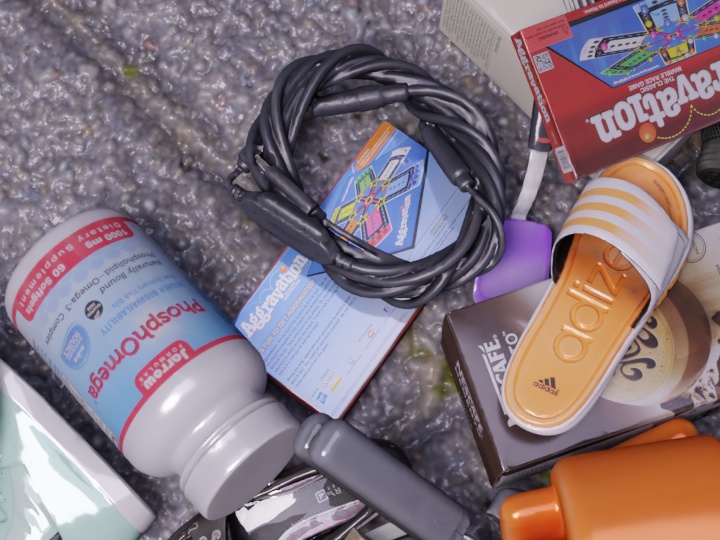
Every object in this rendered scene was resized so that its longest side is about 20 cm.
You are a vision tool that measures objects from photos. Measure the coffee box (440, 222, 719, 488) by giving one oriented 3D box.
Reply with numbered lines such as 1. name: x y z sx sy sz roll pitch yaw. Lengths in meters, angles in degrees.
1. coffee box: 0.165 0.059 0.778 0.199 0.080 0.114 -18 73 -5

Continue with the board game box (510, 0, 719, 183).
1. board game box: 0.205 -0.140 0.766 0.199 0.019 0.104 -23 94 -16

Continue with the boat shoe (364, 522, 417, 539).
1. boat shoe: -0.040 0.227 0.736 0.199 0.073 0.062 -25 72 -12

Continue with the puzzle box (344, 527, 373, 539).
1. puzzle box: -0.006 0.278 0.708 0.133 0.025 0.201 35 85 -13

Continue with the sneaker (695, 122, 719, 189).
1. sneaker: 0.348 -0.107 0.828 0.198 0.076 0.115 9 80 8

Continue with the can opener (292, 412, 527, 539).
1. can opener: 0.052 0.139 0.727 0.200 0.053 0.067 38 76 -21

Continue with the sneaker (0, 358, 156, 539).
1. sneaker: -0.244 0.134 0.760 0.200 0.074 0.118 42 76 10

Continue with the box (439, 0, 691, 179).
1. box: 0.150 -0.149 0.839 0.068 0.082 0.200 -41 79 -12

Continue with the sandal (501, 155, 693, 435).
1. sandal: 0.153 0.006 0.719 0.079 0.059 0.207 23 67 16

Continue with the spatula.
1. spatula: 0.120 -0.069 0.802 0.056 0.021 0.201 5 108 -13

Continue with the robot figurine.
1. robot figurine: 0.184 0.156 0.675 0.198 0.144 0.118 -9 90 3

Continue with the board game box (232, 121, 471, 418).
1. board game box: 0.000 0.000 0.820 0.103 0.019 0.200 35 77 8

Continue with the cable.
1. cable: 0.017 -0.066 0.802 0.199 0.051 0.164 31 71 11

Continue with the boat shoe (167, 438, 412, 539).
1. boat shoe: -0.057 0.167 0.760 0.199 0.057 0.067 -27 76 -8

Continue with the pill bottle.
1. pill bottle: -0.132 0.061 0.752 0.109 0.109 0.200 -42 70 -11
